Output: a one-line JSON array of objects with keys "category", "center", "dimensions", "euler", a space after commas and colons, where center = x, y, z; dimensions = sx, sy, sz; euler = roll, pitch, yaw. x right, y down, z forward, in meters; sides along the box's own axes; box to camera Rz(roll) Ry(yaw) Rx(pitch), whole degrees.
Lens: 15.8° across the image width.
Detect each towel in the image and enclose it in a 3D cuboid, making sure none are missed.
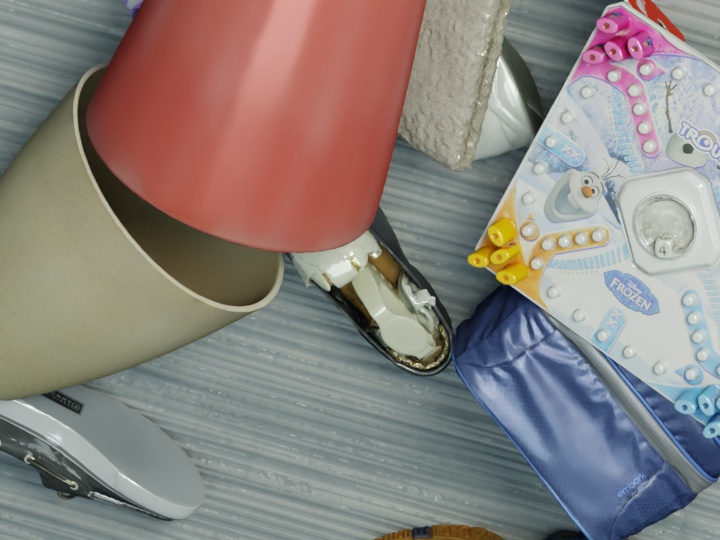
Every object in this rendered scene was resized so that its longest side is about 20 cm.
[{"category": "towel", "center": [0.038, -0.172, 1.630], "dimensions": [0.132, 0.034, 0.201], "euler": [34, 128, 32]}]

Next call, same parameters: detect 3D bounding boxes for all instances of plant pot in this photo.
[{"category": "plant pot", "center": [-0.185, -0.005, 1.702], "dimensions": [0.200, 0.187, 0.188], "euler": [-35, 101, 28]}, {"category": "plant pot", "center": [-0.050, -0.138, 1.582], "dimensions": [0.199, 0.201, 0.178], "euler": [22, 119, -3]}]

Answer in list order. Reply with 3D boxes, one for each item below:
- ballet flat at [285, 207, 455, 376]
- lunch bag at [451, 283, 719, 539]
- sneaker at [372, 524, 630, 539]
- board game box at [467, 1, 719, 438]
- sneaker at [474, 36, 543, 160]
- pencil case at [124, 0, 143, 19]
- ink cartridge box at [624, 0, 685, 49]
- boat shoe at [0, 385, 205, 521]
[{"category": "ballet flat", "center": [0.000, 0.000, 1.703], "dimensions": [0.073, 0.073, 0.200], "euler": [-34, 121, 12]}, {"category": "lunch bag", "center": [0.158, 0.066, 1.706], "dimensions": [0.132, 0.136, 0.200], "euler": [-37, 99, 12]}, {"category": "sneaker", "center": [0.096, 0.228, 1.788], "dimensions": [0.198, 0.075, 0.089], "euler": [4, 107, 3]}, {"category": "board game box", "center": [0.184, -0.027, 1.567], "dimensions": [0.199, 0.026, 0.201], "euler": [36, 121, 14]}, {"category": "sneaker", "center": [0.050, -0.162, 1.684], "dimensions": [0.080, 0.070, 0.201], "euler": [-18, 102, 19]}, {"category": "pencil case", "center": [-0.144, -0.263, 1.665], "dimensions": [0.085, 0.084, 0.201], "euler": [-2, 110, 47]}, {"category": "ink cartridge box", "center": [0.161, -0.219, 1.613], "dimensions": [0.047, 0.160, 0.200], "euler": [-36, 101, 13]}, {"category": "boat shoe", "center": [-0.204, 0.123, 1.786], "dimensions": [0.199, 0.070, 0.066], "euler": [29, 123, -8]}]
